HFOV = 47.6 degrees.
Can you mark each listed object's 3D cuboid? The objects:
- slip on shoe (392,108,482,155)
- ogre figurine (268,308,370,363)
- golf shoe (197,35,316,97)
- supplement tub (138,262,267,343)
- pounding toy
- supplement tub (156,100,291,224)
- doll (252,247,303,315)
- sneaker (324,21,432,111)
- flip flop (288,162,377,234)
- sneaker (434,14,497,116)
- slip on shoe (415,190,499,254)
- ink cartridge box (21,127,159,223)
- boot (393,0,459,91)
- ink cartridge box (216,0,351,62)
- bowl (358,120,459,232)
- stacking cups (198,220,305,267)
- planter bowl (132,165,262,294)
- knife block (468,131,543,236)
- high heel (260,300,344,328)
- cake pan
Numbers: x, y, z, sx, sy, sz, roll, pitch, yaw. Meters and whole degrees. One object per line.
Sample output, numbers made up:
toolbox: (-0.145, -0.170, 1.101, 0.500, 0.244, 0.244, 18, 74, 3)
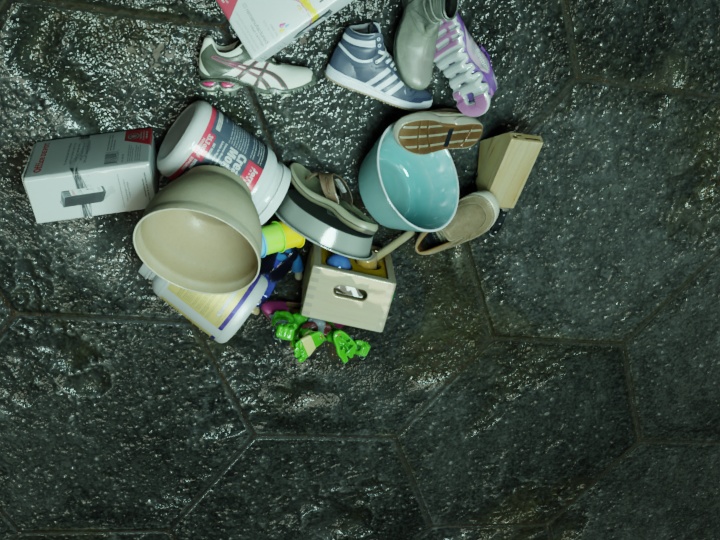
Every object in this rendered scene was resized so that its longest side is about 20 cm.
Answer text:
slip on shoe: (0.127, -0.251, 1.422, 0.197, 0.061, 0.077, -11, 137, -35)
ogre figurine: (-0.086, 0.116, 1.516, 0.197, 0.119, 0.100, -8, 111, -29)
golf shoe: (-0.167, -0.334, 1.340, 0.196, 0.077, 0.090, -1, 115, -13)
supplement tub: (-0.282, 0.016, 1.464, 0.199, 0.146, 0.146, 39, 108, -10)
pounding toy: (0.000, 0.000, 1.528, 0.196, 0.185, 0.145, 12, 113, -8)
supplement tub: (-0.230, -0.176, 1.381, 0.199, 0.141, 0.141, 34, 109, -28)
doll: (-0.167, -0.008, 1.553, 0.135, 0.049, 0.201, 25, 116, -28)
sneaker: (0.047, -0.347, 1.382, 0.196, 0.071, 0.110, 15, 119, -17)
flip flop: (-0.044, -0.135, 1.441, 0.081, 0.199, 0.058, -12, 135, -60)
sneaker: (0.177, -0.370, 1.400, 0.080, 0.088, 0.202, -11, 113, 47)
slip on shoe: (0.174, -0.082, 1.510, 0.199, 0.060, 0.077, -23, 103, 50)
ink cartridge box: (-0.436, -0.159, 1.342, 0.196, 0.145, 0.085, -8, 123, -8)
boot: (0.109, -0.393, 1.293, 0.066, 0.130, 0.205, -1, 97, -22)
ink cartridge box: (-0.118, -0.438, 1.253, 0.198, 0.086, 0.149, -32, 98, 9)
bowl: (0.072, -0.155, 1.453, 0.200, 0.204, 0.104, 37, 147, -29)
stacking cups: (-0.195, -0.044, 1.424, 0.197, 0.060, 0.062, -18, 127, -30)
planter bowl: (-0.241, -0.077, 1.283, 0.196, 0.137, 0.202, 6, 141, 4)
knife block: (0.258, -0.152, 1.492, 0.063, 0.200, 0.180, 3, 91, -14)
high heel: (-0.101, 0.074, 1.593, 0.096, 0.068, 0.198, -42, 145, 24)
cake pan: (-0.059, -0.085, 1.443, 0.197, 0.201, 0.037, 22, 107, -24)
